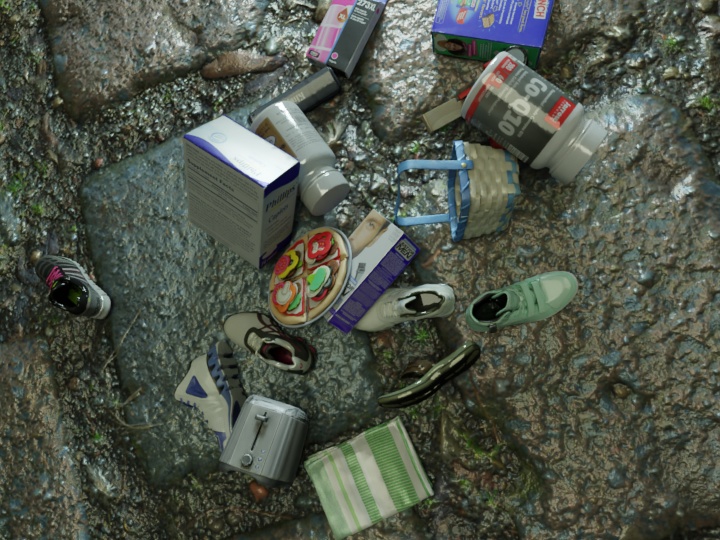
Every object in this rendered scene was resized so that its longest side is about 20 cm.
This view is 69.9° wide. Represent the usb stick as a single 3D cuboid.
[{"bbox_3d":[-0.132,-0.333,1.025,0.199,0.033,0.056,-29,108,8],"label":"usb stick"}]

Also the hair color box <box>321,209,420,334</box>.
[{"bbox_3d":[0.000,0.000,0.920,0.200,0.065,0.109,-48,41,2],"label":"hair color box"}]

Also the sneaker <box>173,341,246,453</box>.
[{"bbox_3d":[-0.282,0.247,0.974,0.114,0.081,0.201,-22,72,13],"label":"sneaker"}]

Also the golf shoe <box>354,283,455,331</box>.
[{"bbox_3d":[0.065,0.060,0.906,0.198,0.097,0.079,-14,82,12],"label":"golf shoe"}]

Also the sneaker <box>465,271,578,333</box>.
[{"bbox_3d":[0.271,0.052,0.850,0.199,0.118,0.074,-22,77,8],"label":"sneaker"}]

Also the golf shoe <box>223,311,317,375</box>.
[{"bbox_3d":[-0.176,0.129,0.955,0.198,0.088,0.078,21,90,15],"label":"golf shoe"}]

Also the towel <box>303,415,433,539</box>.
[{"bbox_3d":[0.013,0.368,0.916,0.199,0.023,0.154,-28,79,8],"label":"towel"}]

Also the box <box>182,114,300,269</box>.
[{"bbox_3d":[-0.215,-0.140,0.933,0.183,0.201,0.105,33,49,14],"label":"box"}]

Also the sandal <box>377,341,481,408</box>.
[{"bbox_3d":[0.116,0.178,0.898,0.200,0.080,0.058,-34,60,0],"label":"sandal"}]

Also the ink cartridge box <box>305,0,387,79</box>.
[{"bbox_3d":[-0.023,-0.491,1.026,0.094,0.037,0.201,26,87,14],"label":"ink cartridge box"}]

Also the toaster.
[{"bbox_3d":[-0.155,0.297,0.890,0.113,0.200,0.130,14,69,13],"label":"toaster"}]

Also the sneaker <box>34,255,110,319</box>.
[{"bbox_3d":[-0.610,0.029,1.061,0.199,0.087,0.074,36,92,14],"label":"sneaker"}]

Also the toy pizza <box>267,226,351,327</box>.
[{"bbox_3d":[-0.100,0.005,0.931,0.199,0.032,0.202,-21,52,29],"label":"toy pizza"}]

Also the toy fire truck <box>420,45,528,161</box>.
[{"bbox_3d":[0.226,-0.268,0.907,0.199,0.128,0.177,-27,78,20],"label":"toy fire truck"}]

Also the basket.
[{"bbox_3d":[0.158,-0.129,0.875,0.198,0.177,0.140,-5,67,-2],"label":"basket"}]

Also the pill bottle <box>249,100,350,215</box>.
[{"bbox_3d":[-0.111,-0.207,0.967,0.114,0.114,0.201,-38,77,5],"label":"pill bottle"}]

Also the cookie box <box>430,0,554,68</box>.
[{"bbox_3d":[0.247,-0.479,0.942,0.198,0.075,0.173,15,86,14],"label":"cookie box"}]

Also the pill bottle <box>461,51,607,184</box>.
[{"bbox_3d":[0.265,-0.230,0.790,0.199,0.114,0.114,38,92,7],"label":"pill bottle"}]
